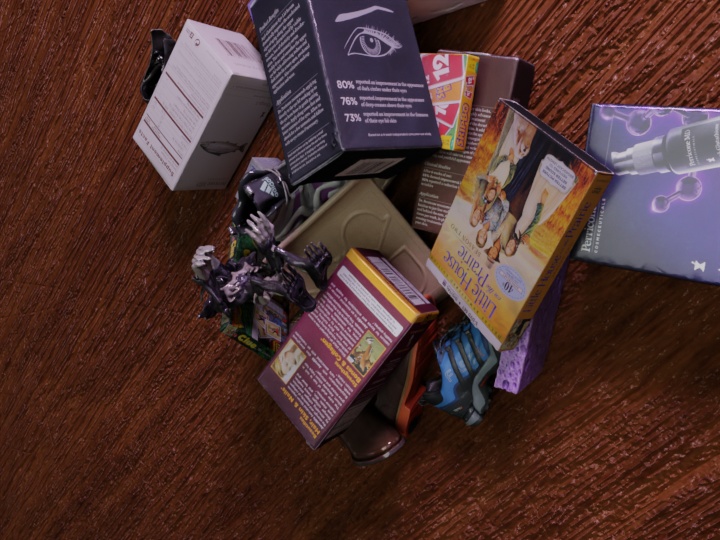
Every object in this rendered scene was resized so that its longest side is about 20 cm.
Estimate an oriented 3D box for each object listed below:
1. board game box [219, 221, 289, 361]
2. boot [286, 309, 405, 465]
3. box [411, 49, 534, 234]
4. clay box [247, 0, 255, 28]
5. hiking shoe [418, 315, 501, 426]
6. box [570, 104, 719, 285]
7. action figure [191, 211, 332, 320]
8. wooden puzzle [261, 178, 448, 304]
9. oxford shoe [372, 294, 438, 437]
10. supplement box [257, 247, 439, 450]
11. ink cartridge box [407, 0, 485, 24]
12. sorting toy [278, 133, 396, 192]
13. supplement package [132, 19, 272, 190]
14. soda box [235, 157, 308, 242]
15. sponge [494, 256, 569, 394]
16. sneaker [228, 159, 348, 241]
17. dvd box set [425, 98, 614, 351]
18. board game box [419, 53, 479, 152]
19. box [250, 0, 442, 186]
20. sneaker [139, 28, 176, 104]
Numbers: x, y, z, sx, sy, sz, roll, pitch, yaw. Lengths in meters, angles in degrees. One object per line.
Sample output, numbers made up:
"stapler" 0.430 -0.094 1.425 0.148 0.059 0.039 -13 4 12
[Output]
"board game box" -0.137 0.019 0.832 0.023 0.104 0.204 -32 41 27
"boot" -0.033 0.145 0.813 0.185 0.063 0.205 -12 104 63
"box" 0.128 -0.141 0.717 0.098 0.074 0.207 17 108 30
"clay box" -0.078 -0.312 0.803 0.114 0.047 0.205 -39 57 32
"hiking shoe" 0.130 0.088 0.738 0.084 0.074 0.207 15 106 8
"box" 0.312 -0.073 0.581 0.195 0.103 0.154 11 104 30
"action figure" -0.126 -0.004 0.695 0.195 0.119 0.104 -1 125 38
"wooden puzzle" 0.000 0.000 0.787 0.184 0.047 0.200 -38 110 21
"oxford shoe" 0.051 0.118 0.793 0.071 0.071 0.206 21 117 26
"supplement box" -0.015 0.089 0.719 0.110 0.085 0.202 43 106 19
"ink cartridge box" 0.079 -0.408 0.699 0.142 0.085 0.208 -5 94 33
"sorting toy" -0.001 -0.201 0.816 0.186 0.036 0.201 48 115 17
"supplement package" -0.223 -0.233 0.902 0.118 0.116 0.201 47 119 17
"soda box" -0.086 -0.073 0.869 0.199 0.063 0.069 43 117 20
"sponge" 0.196 0.023 0.675 0.029 0.110 0.207 16 106 30
"sneaker" -0.088 -0.107 0.747 0.078 0.139 0.201 48 115 16
"dvd box set" 0.147 -0.045 0.621 0.147 0.029 0.204 54 133 42
"board game box" 0.048 -0.201 0.718 0.197 0.029 0.099 23 110 48
"box" -0.015 -0.207 0.655 0.103 0.145 0.207 -19 83 50
"sneaker" -0.305 -0.264 0.957 0.060 0.103 0.203 40 116 19
